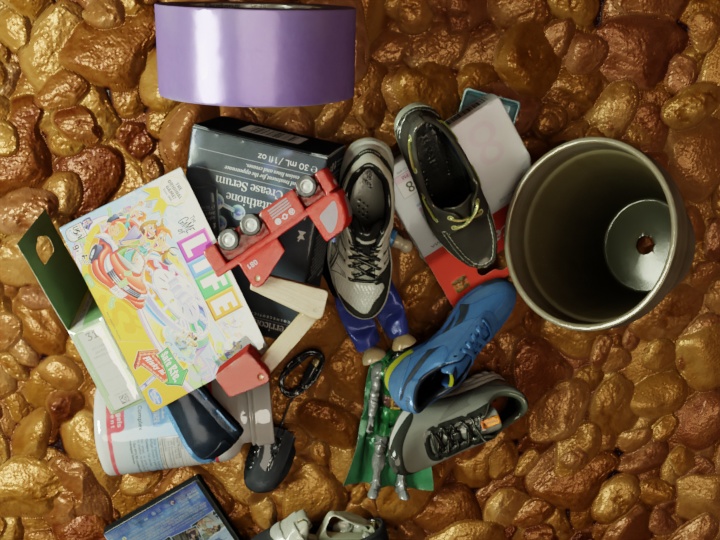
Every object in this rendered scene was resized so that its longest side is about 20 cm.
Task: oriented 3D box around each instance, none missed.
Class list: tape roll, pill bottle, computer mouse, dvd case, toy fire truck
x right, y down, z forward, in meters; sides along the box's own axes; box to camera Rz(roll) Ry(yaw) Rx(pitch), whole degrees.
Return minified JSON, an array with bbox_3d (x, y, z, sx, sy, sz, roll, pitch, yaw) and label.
[{"bbox_3d":[-0.101,-0.217,0.880,0.195,0.200,0.087,-2,109,-7],"label":"tape roll"},{"bbox_3d":[-0.200,0.170,1.036,0.195,0.109,0.111,-6,109,-7],"label":"pill bottle"},{"bbox_3d":[-0.092,0.188,1.097,0.057,0.034,0.204,19,103,-12],"label":"computer mouse"},{"bbox_3d":[-0.215,0.372,1.146,0.141,0.018,0.203,-29,108,1],"label":"dvd case"},{"bbox_3d":[-0.078,0.011,0.867,0.198,0.049,0.143,-33,96,0],"label":"toy fire truck"}]

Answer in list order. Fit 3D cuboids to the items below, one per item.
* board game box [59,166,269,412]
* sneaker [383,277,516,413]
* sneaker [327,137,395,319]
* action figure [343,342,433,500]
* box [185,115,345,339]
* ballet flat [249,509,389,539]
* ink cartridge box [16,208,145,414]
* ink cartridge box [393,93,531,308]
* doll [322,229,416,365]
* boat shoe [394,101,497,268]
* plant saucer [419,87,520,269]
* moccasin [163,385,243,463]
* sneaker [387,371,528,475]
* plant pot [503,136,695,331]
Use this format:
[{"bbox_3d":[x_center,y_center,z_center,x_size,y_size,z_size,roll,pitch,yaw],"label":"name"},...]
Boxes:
[{"bbox_3d":[-0.193,0.018,0.896,0.132,0.034,0.203,-27,98,-7],"label":"board game box"},{"bbox_3d":[0.118,0.092,1.042,0.199,0.078,0.066,-40,120,-9],"label":"sneaker"},{"bbox_3d":[-0.001,-0.035,0.955,0.074,0.088,0.205,0,111,0],"label":"sneaker"},{"bbox_3d":[0.041,0.181,1.106,0.115,0.055,0.205,1,103,-5],"label":"action figure"},{"bbox_3d":[-0.111,-0.047,0.963,0.145,0.107,0.205,13,106,6],"label":"box"},{"bbox_3d":[-0.055,0.335,1.132,0.195,0.073,0.075,5,107,-14],"label":"ballet flat"},{"bbox_3d":[-0.286,0.034,0.961,0.047,0.146,0.204,-21,109,-1],"label":"ink cartridge box"},{"bbox_3d":[0.129,-0.072,1.021,0.161,0.057,0.202,-32,104,3],"label":"ink cartridge box"},{"bbox_3d":[0.000,0.000,1.038,0.134,0.049,0.203,-23,100,7],"label":"doll"},{"bbox_3d":[0.096,-0.080,0.959,0.071,0.061,0.203,-30,113,3],"label":"boat shoe"},{"bbox_3d":[0.125,-0.105,1.044,0.068,0.019,0.204,11,105,-11],"label":"plant saucer"},{"bbox_3d":[-0.191,0.103,0.960,0.067,0.080,0.203,-29,98,-2],"label":"moccasin"},{"bbox_3d":[0.116,0.182,1.067,0.197,0.079,0.076,-26,110,-26],"label":"sneaker"},{"bbox_3d":[0.285,-0.033,0.996,0.172,0.199,0.204,5,112,-50],"label":"plant pot"}]
